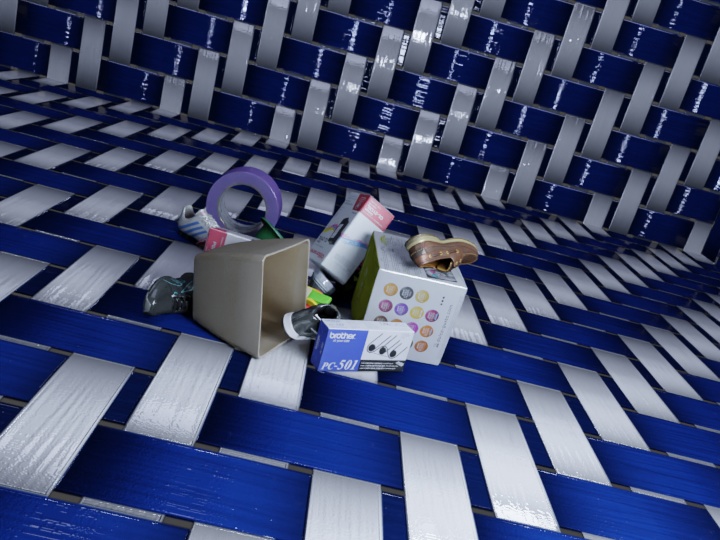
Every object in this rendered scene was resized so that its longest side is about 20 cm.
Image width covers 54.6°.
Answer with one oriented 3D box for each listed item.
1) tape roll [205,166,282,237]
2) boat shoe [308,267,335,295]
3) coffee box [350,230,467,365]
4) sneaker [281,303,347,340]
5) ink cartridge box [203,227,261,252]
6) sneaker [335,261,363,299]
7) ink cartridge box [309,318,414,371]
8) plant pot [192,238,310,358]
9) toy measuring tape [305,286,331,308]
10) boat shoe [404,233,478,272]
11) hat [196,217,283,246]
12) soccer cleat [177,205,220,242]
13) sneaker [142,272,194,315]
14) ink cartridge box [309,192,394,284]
[{"bbox_3d":[-0.316,-0.178,1.907,0.198,0.202,0.085,15,17,-3],"label":"tape roll"},{"bbox_3d":[-0.106,0.039,1.653,0.072,0.071,0.200,51,-2,3],"label":"boat shoe"},{"bbox_3d":[0.097,0.058,1.540,0.196,0.201,0.201,12,25,-10],"label":"coffee box"},{"bbox_3d":[-0.066,0.107,1.422,0.090,0.067,0.199,-24,-20,29],"label":"sneaker"},{"bbox_3d":[-0.255,-0.035,1.634,0.198,0.086,0.146,15,3,-1],"label":"ink cartridge box"},{"bbox_3d":[0.000,0.000,1.705,0.074,0.200,0.088,37,32,-8],"label":"sneaker"},{"bbox_3d":[0.005,0.151,1.392,0.198,0.095,0.044,6,21,-30],"label":"ink cartridge box"},{"bbox_3d":[-0.228,0.037,1.403,0.175,0.202,0.200,10,15,19],"label":"plant pot"},{"bbox_3d":[-0.143,0.062,1.533,0.198,0.074,0.074,21,19,12],"label":"toy measuring tape"},{"bbox_3d":[0.176,-0.027,1.460,0.199,0.072,0.068,5,59,-41],"label":"boat shoe"},{"bbox_3d":[-0.271,-0.024,1.774,0.200,0.176,0.166,47,-11,16],"label":"hat"},{"bbox_3d":[-0.399,-0.108,1.817,0.199,0.087,0.070,24,20,23],"label":"soccer cleat"},{"bbox_3d":[-0.362,0.050,1.412,0.079,0.076,0.200,23,20,14],"label":"sneaker"},{"bbox_3d":[-0.029,-0.080,1.670,0.083,0.201,0.146,39,-5,-22],"label":"ink cartridge box"}]
